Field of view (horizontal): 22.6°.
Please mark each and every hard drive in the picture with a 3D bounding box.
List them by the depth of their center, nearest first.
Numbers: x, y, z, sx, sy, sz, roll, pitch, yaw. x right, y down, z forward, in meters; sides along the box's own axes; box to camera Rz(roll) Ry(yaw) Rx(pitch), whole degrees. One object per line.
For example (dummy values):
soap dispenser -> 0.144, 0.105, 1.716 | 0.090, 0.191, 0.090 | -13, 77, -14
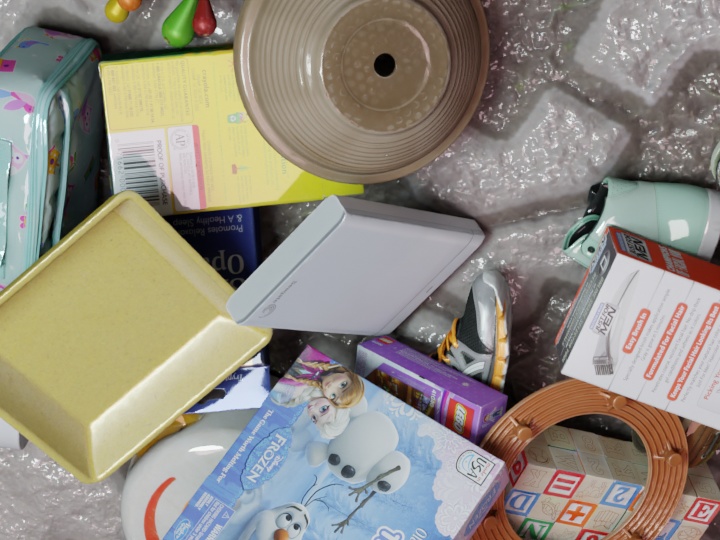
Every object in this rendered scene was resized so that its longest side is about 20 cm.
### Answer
hard drive -> 0.000, 0.000, 1.438 | 0.132, 0.199, 0.027 | -45, 62, 24

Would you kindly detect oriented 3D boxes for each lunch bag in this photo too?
lunch bag -> -0.256, -0.077, 1.421 | 0.076, 0.161, 0.202 | 9, 118, 4

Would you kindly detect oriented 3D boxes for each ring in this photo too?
ring -> 0.179, 0.177, 1.477 | 0.199, 0.019, 0.202 | -7, 115, -15

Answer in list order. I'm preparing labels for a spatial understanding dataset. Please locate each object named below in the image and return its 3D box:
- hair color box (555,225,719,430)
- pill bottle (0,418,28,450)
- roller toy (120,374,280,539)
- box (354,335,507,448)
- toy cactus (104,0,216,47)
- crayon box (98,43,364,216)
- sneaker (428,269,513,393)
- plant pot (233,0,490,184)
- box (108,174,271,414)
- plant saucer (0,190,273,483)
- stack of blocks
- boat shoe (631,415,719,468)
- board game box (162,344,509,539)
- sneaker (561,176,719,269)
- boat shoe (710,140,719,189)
hair color box -> 0.266, 0.055, 1.418 | 0.198, 0.064, 0.112 | 20, 112, -8
pill bottle -> -0.378, 0.089, 1.546 | 0.198, 0.116, 0.117 | 11, 119, 0
roller toy -> -0.112, 0.190, 1.562 | 0.181, 0.140, 0.202 | 6, 118, 2
box -> 0.046, 0.172, 1.519 | 0.136, 0.039, 0.202 | 26, 118, 36
toy cactus -> -0.124, -0.266, 1.358 | 0.163, 0.102, 0.202 | -9, 109, -1
crayon box -> -0.101, -0.113, 1.424 | 0.198, 0.051, 0.128 | -5, 104, -4
sneaker -> 0.085, 0.089, 1.528 | 0.077, 0.078, 0.201 | 12, 119, 4
plant pot -> 0.009, -0.160, 1.354 | 0.199, 0.093, 0.203 | -3, 102, -12
box -> -0.138, 0.016, 1.479 | 0.120, 0.032, 0.202 | -5, 87, 7
plant saucer -> -0.200, 0.046, 1.402 | 0.200, 0.049, 0.200 | -39, 130, 4
stack of blocks -> 0.196, 0.203, 1.554 | 0.198, 0.059, 0.116 | 13, 124, -22
boat shoe -> 0.306, 0.079, 1.511 | 0.068, 0.072, 0.201 | 20, 118, -25
board game box -> -0.019, 0.188, 1.419 | 0.198, 0.201, 0.043 | 29, 161, 22
sneaker -> 0.212, 0.015, 1.476 | 0.117, 0.074, 0.202 | 12, 112, -5
boat shoe -> 0.344, -0.129, 1.392 | 0.074, 0.066, 0.200 | 36, 115, -13
